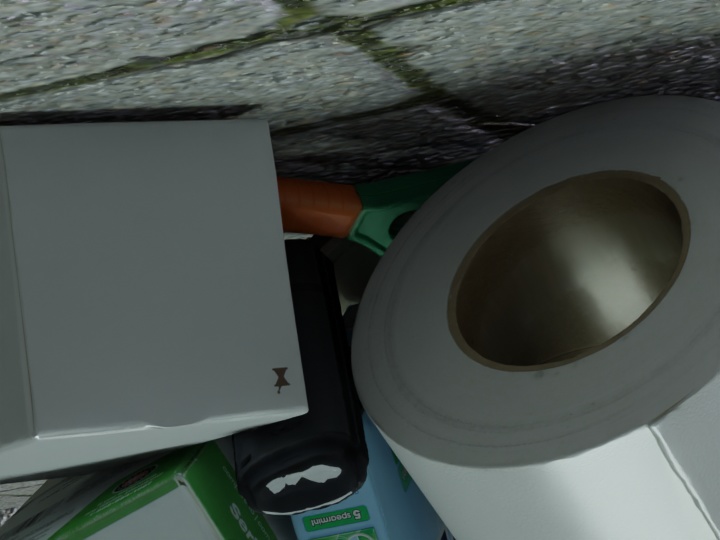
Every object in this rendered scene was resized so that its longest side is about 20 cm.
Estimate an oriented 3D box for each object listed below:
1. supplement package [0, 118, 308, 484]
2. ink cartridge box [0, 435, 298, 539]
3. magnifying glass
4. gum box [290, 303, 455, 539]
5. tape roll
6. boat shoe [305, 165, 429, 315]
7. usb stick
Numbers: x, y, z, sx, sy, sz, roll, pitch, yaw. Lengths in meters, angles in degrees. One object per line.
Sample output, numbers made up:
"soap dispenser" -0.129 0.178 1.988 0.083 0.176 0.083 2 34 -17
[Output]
"supplement package" -0.126 0.018 1.053 0.121 0.120 0.200 -3 171 -33
"ink cartridge box" -0.089 0.120 1.171 0.146 0.083 0.200 -29 -172 20
"magnifying glass" 0.013 -0.025 1.162 0.199 0.022 0.080 4 134 -30
"gum box" 0.024 0.133 1.184 0.044 0.201 0.170 -13 -163 16
"tape roll" 0.114 0.045 1.087 0.202 0.203 0.139 -13 131 27
"boat shoe" 0.000 0.000 1.273 0.071 0.060 0.200 6 150 -12
"usb stick" -0.031 0.042 1.101 0.055 0.033 0.200 -14 -154 1
